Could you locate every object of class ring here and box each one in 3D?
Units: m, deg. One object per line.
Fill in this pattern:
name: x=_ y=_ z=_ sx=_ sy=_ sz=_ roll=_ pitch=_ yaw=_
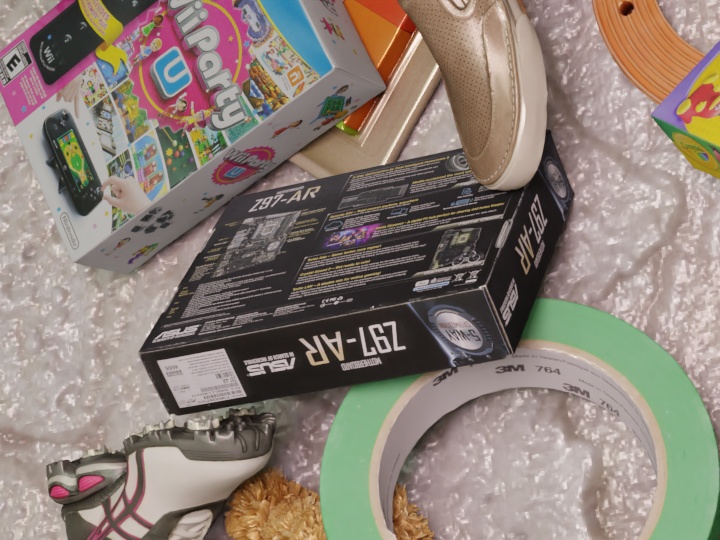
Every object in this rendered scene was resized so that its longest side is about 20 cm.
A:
ring: x=0.217 y=-0.169 z=1.172 sx=0.200 sy=0.019 sz=0.201 roll=-6 pitch=75 yaw=25

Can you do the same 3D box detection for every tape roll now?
tape roll: x=0.081 y=0.111 z=1.115 sx=0.200 sy=0.048 sz=0.201 roll=-4 pitch=60 yaw=7

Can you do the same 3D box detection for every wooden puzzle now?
wooden puzzle: x=-0.018 y=-0.167 z=1.281 sx=0.185 sy=0.037 sz=0.200 roll=34 pitch=94 yaw=30

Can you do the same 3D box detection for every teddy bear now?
teddy bear: x=-0.003 y=0.176 z=1.172 sx=0.200 sy=0.067 sz=0.145 roll=37 pitch=98 yaw=30

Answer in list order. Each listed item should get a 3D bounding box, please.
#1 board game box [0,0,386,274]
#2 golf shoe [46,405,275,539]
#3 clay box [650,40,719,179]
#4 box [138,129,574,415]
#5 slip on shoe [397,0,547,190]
board game box: x=-0.103 y=-0.113 z=1.269 sx=0.200 sy=0.064 sz=0.148 roll=-35 pitch=67 yaw=21
golf shoe: x=-0.099 y=0.126 z=1.206 sx=0.200 sy=0.077 sz=0.088 roll=-27 pitch=73 yaw=55
clay box: x=0.231 y=-0.079 z=1.036 sx=0.115 sy=0.048 sz=0.200 roll=-47 pitch=25 yaw=-3
box: x=0.000 y=0.000 z=1.171 sx=0.199 sy=0.044 sz=0.160 roll=-11 pitch=28 yaw=24
slip on shoe: x=0.046 y=-0.138 z=1.135 sx=0.076 sy=0.060 sz=0.201 roll=-20 pitch=76 yaw=64
